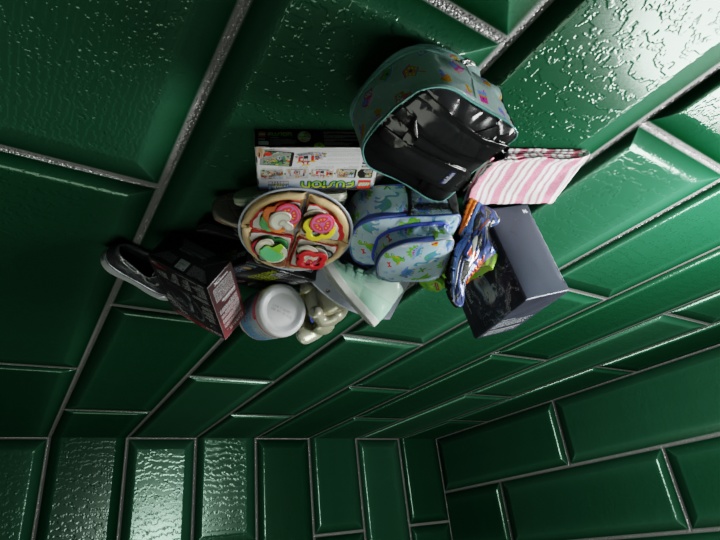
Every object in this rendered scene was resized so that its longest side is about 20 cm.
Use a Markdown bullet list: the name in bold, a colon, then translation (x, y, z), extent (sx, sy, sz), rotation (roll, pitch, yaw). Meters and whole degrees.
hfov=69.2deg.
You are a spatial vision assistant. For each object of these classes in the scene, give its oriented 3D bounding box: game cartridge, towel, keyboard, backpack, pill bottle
- **game cartridge**: translation (0.000, 0.020, 1.099), extent (0.198, 0.135, 0.041), rotation (27, -176, -19)
- **towel**: translation (0.300, -0.165, 0.959), extent (0.196, 0.030, 0.147), rotation (-2, 153, -10)
- **keyboard**: translation (-0.211, -0.060, 1.012), extent (0.198, 0.021, 0.126), rotation (16, 173, -38)
- **backpack**: translation (0.086, -0.203, 0.696), extent (0.198, 0.156, 0.175), rotation (5, 150, -42)
- **pill bottle**: translation (-0.203, 0.096, 1.144), extent (0.107, 0.111, 0.199), rotation (8, 166, -27)
- **backpack**: translation (0.074, -0.069, 0.960), extent (0.196, 0.149, 0.184), rotation (0, 149, -6)

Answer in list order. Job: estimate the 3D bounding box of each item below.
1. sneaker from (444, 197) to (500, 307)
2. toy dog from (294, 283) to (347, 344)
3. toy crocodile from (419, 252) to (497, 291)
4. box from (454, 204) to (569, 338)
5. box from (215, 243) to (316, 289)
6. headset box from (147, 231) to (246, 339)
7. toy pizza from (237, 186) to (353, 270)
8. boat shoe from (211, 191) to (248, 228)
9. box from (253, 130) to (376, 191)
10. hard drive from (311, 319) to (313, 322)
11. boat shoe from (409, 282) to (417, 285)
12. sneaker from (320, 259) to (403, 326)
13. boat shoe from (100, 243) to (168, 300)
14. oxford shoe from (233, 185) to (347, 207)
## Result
- **sneaker**: translation (0.203, -0.029, 0.945), extent (0.077, 0.204, 0.075), rotation (15, 175, 6)
- **toy dog**: translation (-0.058, 0.066, 1.201), extent (0.191, 0.142, 0.200), rotation (1, 153, -35)
- **toy crocodile**: translation (0.192, 0.003, 1.047), extent (0.062, 0.068, 0.198), rotation (42, 142, -23)
- **box**: translation (0.288, 0.005, 1.075), extent (0.115, 0.200, 0.201), rotation (-9, 156, -24)
- **box**: translation (-0.208, -0.004, 1.066), extent (0.158, 0.045, 0.198), rotation (18, 162, -39)
- **headset box**: translation (-0.318, 0.039, 1.040), extent (0.147, 0.078, 0.202), rotation (25, 146, 18)
- **toy pizza**: translation (-0.110, -0.059, 0.888), extent (0.196, 0.032, 0.202), rotation (-3, 140, -2)
- **boat shoe**: translation (-0.170, -0.089, 0.945), extent (0.196, 0.077, 0.072), rotation (7, 153, -21)
- **box**: translation (-0.070, -0.176, 0.843), extent (0.196, 0.035, 0.111), rotation (-2, 152, -10)
- **hard drive**: translation (-0.165, 0.109, 1.374), extent (0.197, 0.026, 0.132), rotation (11, 147, -30)
- **boat shoe**: translation (0.099, 0.001, 1.177), extent (0.062, 0.076, 0.200), rotation (1, 145, -48)
- **sneaker**: translation (0.000, 0.000, 1.043), extent (0.201, 0.118, 0.074), rotation (49, 169, -15)
- **boat shoe**: translation (-0.422, 0.001, 1.066), extent (0.067, 0.073, 0.199), rotation (-20, 143, 28)
- **oxford shoe**: translation (-0.118, -0.114, 0.901), extent (0.196, 0.076, 0.059), rotation (-2, 122, -16)
